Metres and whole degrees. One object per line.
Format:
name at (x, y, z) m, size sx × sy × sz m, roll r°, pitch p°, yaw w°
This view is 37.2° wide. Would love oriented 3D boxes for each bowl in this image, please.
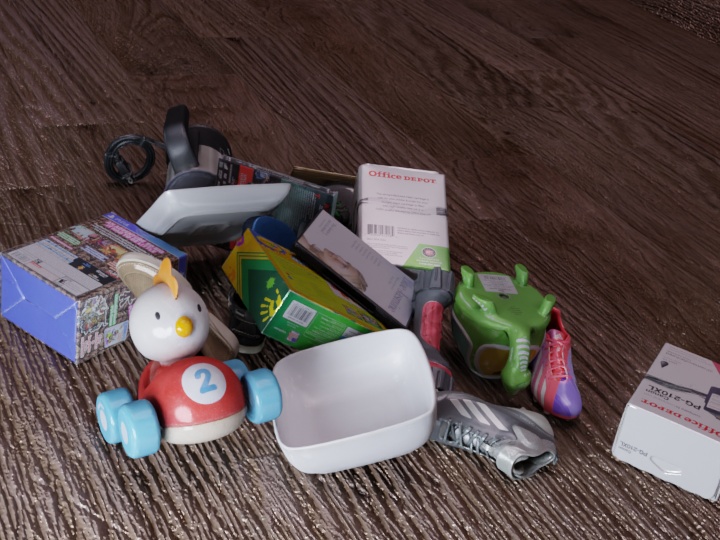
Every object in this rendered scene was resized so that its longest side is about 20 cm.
bowl at (-0.005, 0.165, 1.297) m, size 0.196 × 0.076 × 0.201 m, roll -15°, pitch 30°, yaw 1°

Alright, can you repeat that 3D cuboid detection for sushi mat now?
sushi mat at (-0.028, -0.142, 1.884) m, size 0.196 × 0.096 × 0.012 m, roll 9°, pitch 67°, yaw -4°

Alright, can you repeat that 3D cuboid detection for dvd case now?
dvd case at (-0.138, -0.082, 1.667) m, size 0.197 × 0.148 × 0.022 m, roll 18°, pitch 26°, yaw 15°
dvd case at (0.000, 0.000, 1.526) m, size 0.199 × 0.018 × 0.143 m, roll 38°, pitch 26°, yaw -3°

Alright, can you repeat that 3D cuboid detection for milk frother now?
milk frother at (-0.319, -0.152, 1.773) m, size 0.198 × 0.181 × 0.189 m, roll -33°, pitch 28°, yaw 11°

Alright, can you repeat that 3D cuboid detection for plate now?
plate at (-0.220, -0.073, 1.550) m, size 0.197 × 0.199 × 0.033 m, roll -7°, pitch 75°, yaw -32°

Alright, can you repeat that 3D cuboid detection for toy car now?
toy car at (-0.210, 0.088, 1.237) m, size 0.182 × 0.204 × 0.176 m, roll -12°, pitch 8°, yaw -28°

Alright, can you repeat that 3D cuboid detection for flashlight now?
flashlight at (0.099, 0.088, 1.446) m, size 0.067 × 0.068 × 0.203 m, roll 16°, pitch 53°, yaw -8°

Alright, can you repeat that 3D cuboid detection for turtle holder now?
turtle holder at (0.203, 0.085, 1.495) m, size 0.139 × 0.134 × 0.185 m, roll -13°, pitch 37°, yaw -38°

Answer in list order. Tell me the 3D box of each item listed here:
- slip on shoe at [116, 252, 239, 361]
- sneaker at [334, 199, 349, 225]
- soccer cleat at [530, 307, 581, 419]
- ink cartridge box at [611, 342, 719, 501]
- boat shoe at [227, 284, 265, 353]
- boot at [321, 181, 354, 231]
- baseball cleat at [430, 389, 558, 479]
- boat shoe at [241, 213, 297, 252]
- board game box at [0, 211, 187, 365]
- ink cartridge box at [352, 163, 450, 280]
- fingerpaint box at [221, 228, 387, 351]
slip on shoe at (-0.241, 0.061, 1.378) m, size 0.075 × 0.200 × 0.061 m, roll -22°, pitch 28°, yaw 40°
sneaker at (-0.107, -0.100, 1.778) m, size 0.197 × 0.087 × 0.078 m, roll 14°, pitch 4°, yaw 24°
soccer cleat at (0.271, 0.129, 1.497) m, size 0.065 × 0.078 × 0.201 m, roll 8°, pitch 28°, yaw -4°
ink cartridge box at (0.437, 0.195, 1.424) m, size 0.143 × 0.086 × 0.200 m, roll 22°, pitch 30°, yaw 22°
boat shoe at (-0.154, 0.041, 1.524) m, size 0.070 × 0.069 × 0.201 m, roll 5°, pitch 26°, yaw -5°
boot at (-0.010, -0.080, 1.796) m, size 0.197 × 0.071 × 0.132 m, roll 15°, pitch 35°, yaw 19°
baseball cleat at (0.152, 0.204, 1.330) m, size 0.196 × 0.071 × 0.107 m, roll 6°, pitch 28°, yaw -7°
boat shoe at (-0.124, -0.018, 1.579) m, size 0.068 × 0.200 × 0.085 m, roll 10°, pitch 67°, yaw 33°
board game box at (-0.362, 0.018, 1.459) m, size 0.158 × 0.098 × 0.199 m, roll 27°, pitch 32°, yaw 27°
ink cartridge box at (0.061, -0.061, 1.690) m, size 0.143 × 0.085 × 0.203 m, roll 6°, pitch 52°, yaw -7°
fingerpaint box at (-0.071, 0.048, 1.447) m, size 0.199 × 0.074 × 0.167 m, roll 28°, pitch 15°, yaw -38°
